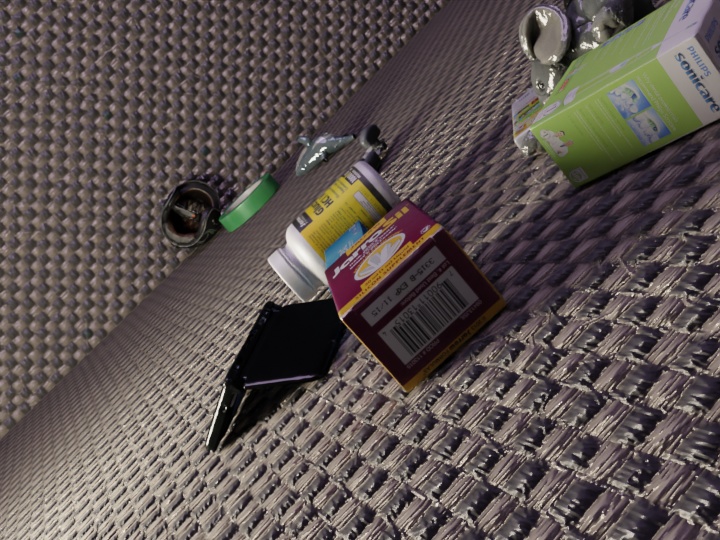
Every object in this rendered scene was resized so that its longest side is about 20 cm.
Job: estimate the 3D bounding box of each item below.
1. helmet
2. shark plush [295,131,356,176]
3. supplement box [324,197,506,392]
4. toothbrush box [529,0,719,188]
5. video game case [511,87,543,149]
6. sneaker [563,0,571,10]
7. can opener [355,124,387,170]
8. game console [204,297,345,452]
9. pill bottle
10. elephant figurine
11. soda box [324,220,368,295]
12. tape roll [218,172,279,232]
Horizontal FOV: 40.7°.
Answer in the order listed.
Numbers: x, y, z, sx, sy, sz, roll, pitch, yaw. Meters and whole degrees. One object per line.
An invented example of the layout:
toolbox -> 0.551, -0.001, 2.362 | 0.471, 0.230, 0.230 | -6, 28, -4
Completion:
helmet -> -0.520, -0.171, 2.983 | 0.199, 0.201, 0.191 | -38, 9, 16
shark plush -> -0.083, -0.300, 2.481 | 0.197, 0.091, 0.084 | -9, 50, 29
supplement box -> 0.048, 0.016, 0.979 | 0.131, 0.103, 0.200 | -42, 13, 2
toothbrush box -> 0.286, -0.187, 0.962 | 0.199, 0.086, 0.146 | -29, 18, 46
video game case -> 0.287, -0.252, 1.294 | 0.199, 0.023, 0.183 | -37, 15, 21
sneaker -> 0.411, -0.482, 1.580 | 0.199, 0.075, 0.088 | -29, 33, 57
can opener -> 0.007, -0.217, 1.905 | 0.052, 0.067, 0.201 | -32, 22, 30
game console -> -0.102, 0.130, 1.240 | 0.201, 0.115, 0.178 | -67, -2, -62
pill bottle -> -0.034, -0.052, 1.398 | 0.200, 0.113, 0.112 | -43, 13, -1
elephant figurine -> 0.253, -0.260, 1.153 | 0.199, 0.142, 0.156 | -23, 28, 43
soda box -> 0.000, 0.000, 1.247 | 0.068, 0.064, 0.200 | -41, 13, 7
tape roll -> -0.321, -0.196, 2.790 | 0.200, 0.048, 0.201 | -40, 13, 11
